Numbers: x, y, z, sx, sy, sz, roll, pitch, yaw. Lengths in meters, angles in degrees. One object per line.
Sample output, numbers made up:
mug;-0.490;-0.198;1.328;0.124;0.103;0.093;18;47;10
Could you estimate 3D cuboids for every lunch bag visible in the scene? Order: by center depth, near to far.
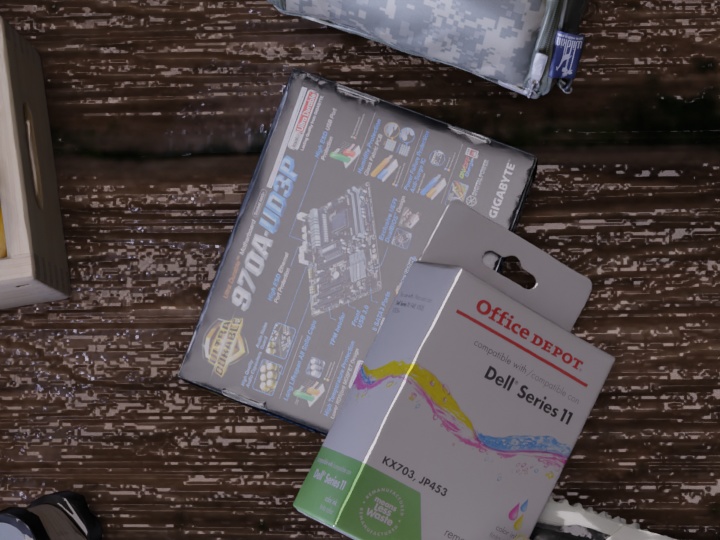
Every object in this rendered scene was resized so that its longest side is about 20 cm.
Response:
lunch bag;0.052;-0.206;1.299;0.199;0.139;0.169;18;101;7

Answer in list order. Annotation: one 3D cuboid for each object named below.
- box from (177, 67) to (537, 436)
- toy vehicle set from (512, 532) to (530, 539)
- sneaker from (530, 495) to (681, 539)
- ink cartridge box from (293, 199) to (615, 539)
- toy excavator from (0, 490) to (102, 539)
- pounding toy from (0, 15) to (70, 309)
box;0.000;0.000;1.318;0.158;0.046;0.201;19;86;6
toy vehicle set;0.083;0.249;1.229;0.124;0.027;0.200;40;129;8
sneaker;0.169;0.203;1.260;0.199;0.070;0.100;15;71;15
ink cartridge box;0.062;0.073;1.252;0.117;0.067;0.201;29;83;-21
toy excavator;-0.197;0.258;1.293;0.200;0.100;0.195;-44;82;13
pounding toy;-0.285;-0.076;1.304;0.182;0.142;0.202;-9;83;3
